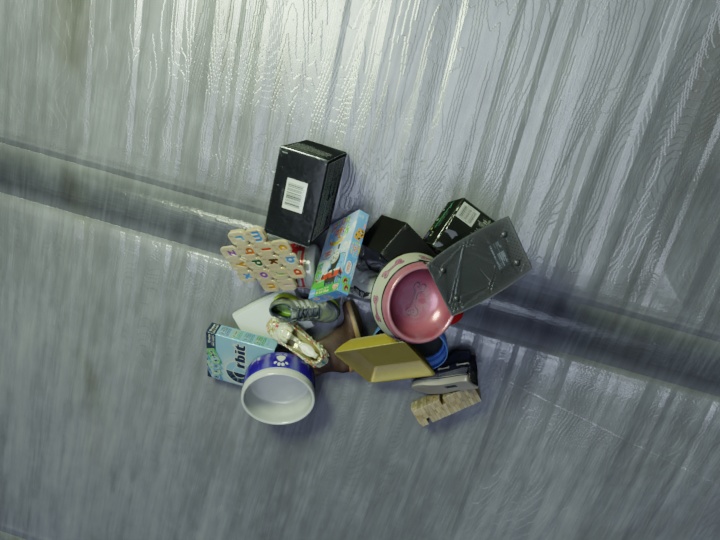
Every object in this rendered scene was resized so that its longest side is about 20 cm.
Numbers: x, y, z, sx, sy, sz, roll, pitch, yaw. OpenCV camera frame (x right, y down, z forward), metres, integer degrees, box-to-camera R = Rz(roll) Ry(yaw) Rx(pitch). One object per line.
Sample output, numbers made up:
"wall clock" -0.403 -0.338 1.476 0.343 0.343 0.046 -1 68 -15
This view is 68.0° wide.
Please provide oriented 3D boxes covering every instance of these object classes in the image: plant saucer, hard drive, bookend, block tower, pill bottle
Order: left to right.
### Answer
"hard drive" -0.238 0.133 1.468 0.197 0.026 0.134 -27 101 15
"pill bottle" -0.204 -0.013 1.372 0.194 0.112 0.115 1 107 8
"plant saucer" 0.065 0.214 1.338 0.196 0.049 0.200 -13 142 27
"bookend" 0.114 -0.024 1.284 0.092 0.200 0.199 -46 109 -2
"block tower" 0.234 0.353 1.445 0.197 0.054 0.058 -30 101 17
"hard drive" 0.243 -0.010 1.107 0.197 0.042 0.137 -30 98 -2

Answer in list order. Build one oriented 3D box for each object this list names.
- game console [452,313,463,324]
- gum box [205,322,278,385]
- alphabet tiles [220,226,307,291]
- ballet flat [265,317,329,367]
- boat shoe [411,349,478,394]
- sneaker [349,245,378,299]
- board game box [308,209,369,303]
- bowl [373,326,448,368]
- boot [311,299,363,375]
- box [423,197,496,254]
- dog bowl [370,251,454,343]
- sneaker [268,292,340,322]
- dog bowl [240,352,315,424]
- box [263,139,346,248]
"game console" 0.149 0.064 1.320 0.195 0.180 0.031 -8 136 10
"gum box" -0.328 0.244 1.482 0.195 0.045 0.173 13 126 5
"alphabet tiles" -0.229 -0.023 1.270 0.191 0.015 0.202 -5 134 25
"ballet flat" -0.167 0.183 1.409 0.197 0.064 0.077 31 83 8
"boat shoe" 0.225 0.268 1.420 0.197 0.095 0.074 -15 141 36
"sneaker" 0.000 0.000 1.332 0.197 0.074 0.118 12 107 43
"board game box" -0.053 -0.031 1.278 0.036 0.150 0.204 25 68 -25
"bowl" 0.129 0.186 1.377 0.195 0.040 0.204 8 136 8
"boot" -0.072 0.186 1.432 0.162 0.073 0.205 -10 107 11
"box" 0.240 -0.071 1.228 0.147 0.200 0.126 36 93 -2
"dog bowl" 0.123 0.067 1.161 0.195 0.074 0.206 -3 101 -14
"sneaker" -0.148 0.108 1.383 0.194 0.081 0.076 2 106 13
"dog bowl" -0.219 0.319 1.438 0.194 0.080 0.204 -2 126 -3
"box" -0.128 -0.188 1.261 0.120 0.199 0.205 18 109 6
